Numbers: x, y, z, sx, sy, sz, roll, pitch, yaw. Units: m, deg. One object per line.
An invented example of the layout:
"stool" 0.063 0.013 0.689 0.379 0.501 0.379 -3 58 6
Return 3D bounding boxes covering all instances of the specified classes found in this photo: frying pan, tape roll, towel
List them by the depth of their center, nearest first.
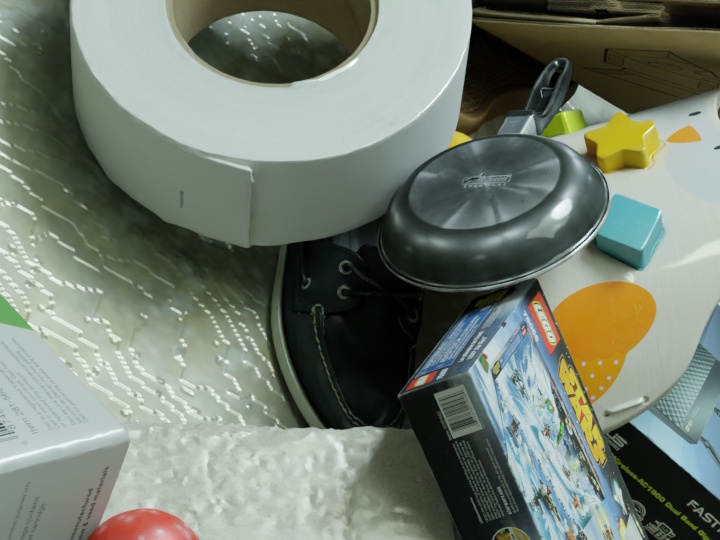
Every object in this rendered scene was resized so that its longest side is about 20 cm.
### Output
"towel" -0.046 0.129 1.210 0.199 0.035 0.133 3 59 -9
"frying pan" 0.085 -0.052 1.323 0.190 0.115 0.031 -44 132 -32
"tape roll" -0.046 -0.112 1.366 0.202 0.071 0.203 2 56 -3

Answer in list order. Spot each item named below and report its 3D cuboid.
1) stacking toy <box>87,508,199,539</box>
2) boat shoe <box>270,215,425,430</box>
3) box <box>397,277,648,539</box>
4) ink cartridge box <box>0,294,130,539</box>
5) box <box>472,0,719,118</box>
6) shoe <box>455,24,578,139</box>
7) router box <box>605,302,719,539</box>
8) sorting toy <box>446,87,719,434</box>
"stacking toy" -0.063 0.194 1.126 0.085 0.085 0.201 -12 79 -44
"boat shoe" 0.002 0.000 1.380 0.074 0.066 0.200 21 46 -25
"box" 0.088 0.118 1.257 0.200 0.040 0.137 67 22 -9
"ink cartridge box" -0.219 0.070 1.104 0.200 0.084 0.146 -12 46 -43
"box" 0.175 -0.114 1.481 0.200 0.163 0.021 22 77 -56
"shoe" 0.062 -0.097 1.518 0.070 0.053 0.200 44 26 12
"router box" 0.179 0.060 1.479 0.150 0.062 0.200 41 41 -7
"sorting toy" 0.144 -0.038 1.382 0.200 0.180 0.107 -117 -177 -57
